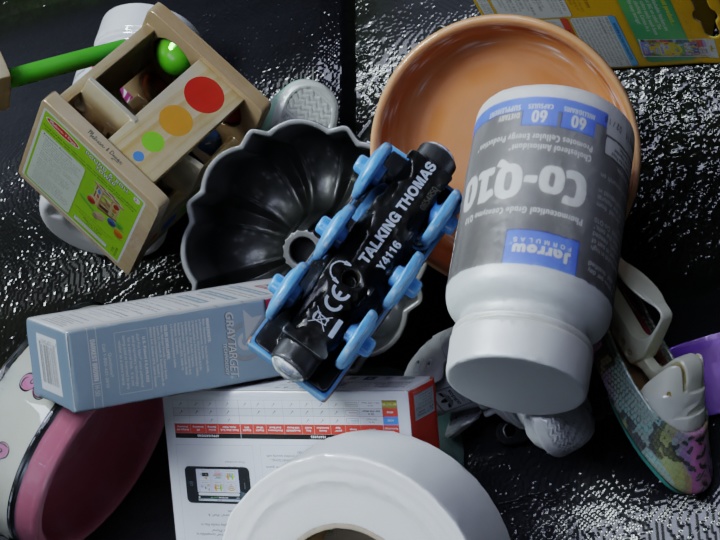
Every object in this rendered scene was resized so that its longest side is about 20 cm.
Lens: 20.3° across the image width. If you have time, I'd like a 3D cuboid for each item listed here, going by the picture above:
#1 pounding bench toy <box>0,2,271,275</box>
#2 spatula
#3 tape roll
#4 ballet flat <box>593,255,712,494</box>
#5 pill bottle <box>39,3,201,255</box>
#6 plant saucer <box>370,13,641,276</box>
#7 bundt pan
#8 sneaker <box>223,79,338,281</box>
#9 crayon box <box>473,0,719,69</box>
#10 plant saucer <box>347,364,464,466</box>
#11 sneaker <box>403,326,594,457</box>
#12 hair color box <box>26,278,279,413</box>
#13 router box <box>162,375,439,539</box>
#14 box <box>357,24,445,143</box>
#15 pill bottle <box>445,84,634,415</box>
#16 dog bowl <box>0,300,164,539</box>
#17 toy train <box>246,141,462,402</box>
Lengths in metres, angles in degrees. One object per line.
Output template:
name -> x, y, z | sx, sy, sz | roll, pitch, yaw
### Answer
pounding bench toy -> -0.195, -0.136, 1.616 | 0.200, 0.124, 0.156 | 42, 60, 4
spatula -> 0.190, 0.094, 1.453 | 0.198, 0.021, 0.057 | -19, 75, 21
tape roll -> 0.004, 0.214, 1.364 | 0.200, 0.071, 0.205 | 4, 101, 22
ballet flat -> 0.197, 0.058, 1.398 | 0.071, 0.069, 0.201 | -43, 69, 40
pill bottle -> -0.202, -0.123, 1.746 | 0.112, 0.113, 0.202 | -4, 58, 26
plant saucer -> 0.107, -0.087, 1.466 | 0.198, 0.037, 0.202 | 3, 103, 12
bundt pan -> -0.036, -0.017, 1.568 | 0.200, 0.076, 0.204 | 1, 95, 14
sneaker -> -0.067, -0.061, 1.677 | 0.073, 0.118, 0.202 | 19, 94, -8
crayon box -> 0.196, -0.214, 1.583 | 0.198, 0.126, 0.052 | 0, 59, 28
plant saucer -> -0.020, 0.153, 1.518 | 0.199, 0.039, 0.203 | -13, 54, 19
sneaker -> 0.099, 0.089, 1.449 | 0.114, 0.075, 0.200 | -31, 25, 13
hair color box -> -0.131, 0.052, 1.454 | 0.198, 0.061, 0.099 | -10, 9, -25
router box -> -0.039, 0.168, 1.442 | 0.198, 0.049, 0.181 | -1, 99, 24
box -> 0.096, -0.095, 1.610 | 0.199, 0.049, 0.160 | 28, 78, 38
pill bottle -> 0.118, -0.013, 1.351 | 0.113, 0.114, 0.202 | -3, 61, 26
dog bowl -> -0.223, 0.128, 1.552 | 0.073, 0.200, 0.201 | 30, 76, 18
toy train -> 0.000, 0.000, 1.397 | 0.086, 0.114, 0.201 | 34, 72, 3
